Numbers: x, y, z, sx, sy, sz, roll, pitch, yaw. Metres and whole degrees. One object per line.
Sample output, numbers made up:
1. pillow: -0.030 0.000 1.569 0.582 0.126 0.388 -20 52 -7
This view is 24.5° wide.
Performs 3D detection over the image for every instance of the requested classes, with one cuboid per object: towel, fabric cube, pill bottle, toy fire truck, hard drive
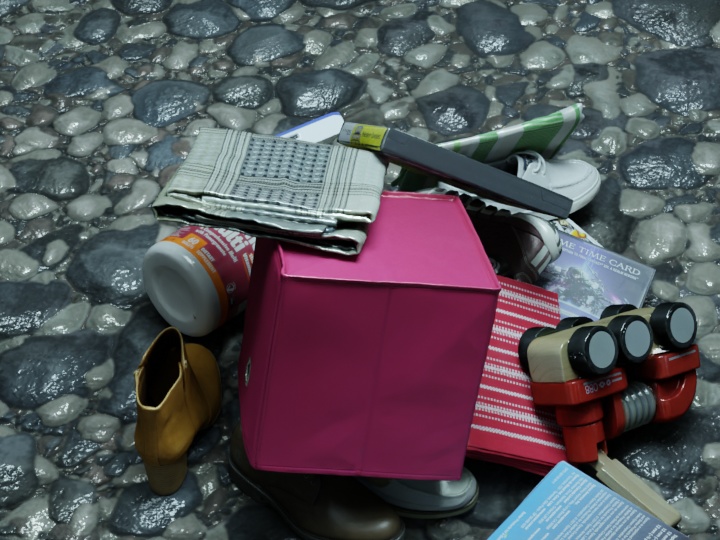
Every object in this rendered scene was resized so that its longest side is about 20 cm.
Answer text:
1. towel: 0.140 -0.133 1.835 0.200 0.153 0.023 -14 79 -11
2. fabric cube: -0.001 0.053 1.515 0.200 0.200 0.196 4 28 -10
3. pill bottle: -0.127 -0.021 1.764 0.109 0.110 0.200 31 47 28
4. towel: 0.145 0.098 1.615 0.144 0.022 0.200 16 58 -32
5. toy fire truck: 0.264 0.141 1.607 0.176 0.200 0.129 -13 6 -37
6. hard drive: -0.108 -0.109 1.813 0.132 0.200 0.025 -25 85 -26
7. towel: -0.075 -0.081 1.497 0.192 0.035 0.200 11 27 2

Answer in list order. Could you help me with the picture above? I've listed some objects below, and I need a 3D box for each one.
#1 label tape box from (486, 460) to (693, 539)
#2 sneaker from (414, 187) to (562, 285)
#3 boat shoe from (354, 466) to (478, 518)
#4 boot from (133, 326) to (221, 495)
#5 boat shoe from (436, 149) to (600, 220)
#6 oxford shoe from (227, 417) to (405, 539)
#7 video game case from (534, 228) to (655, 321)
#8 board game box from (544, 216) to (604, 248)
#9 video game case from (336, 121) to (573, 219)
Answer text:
1. label tape box: 0.219 0.279 1.485 0.200 0.066 0.143 31 50 25
2. sneaker: 0.102 -0.017 1.738 0.200 0.076 0.116 12 54 36
3. boat shoe: 0.018 0.176 1.585 0.200 0.068 0.075 17 45 16
4. boot: -0.176 0.103 1.604 0.071 0.144 0.201 6 42 3
5. boat shoe: 0.175 -0.099 1.839 0.200 0.069 0.072 -9 43 -10
6. oxford shoe: -0.045 0.198 1.550 0.200 0.085 0.073 26 46 23
7. video game case: 0.214 0.046 1.731 0.143 0.019 0.200 23 52 8
8. board game box: 0.179 -0.027 1.838 0.126 0.035 0.200 -25 49 -26
9. video game case: 0.090 -0.101 1.642 0.200 0.026 0.181 20 1 -16
